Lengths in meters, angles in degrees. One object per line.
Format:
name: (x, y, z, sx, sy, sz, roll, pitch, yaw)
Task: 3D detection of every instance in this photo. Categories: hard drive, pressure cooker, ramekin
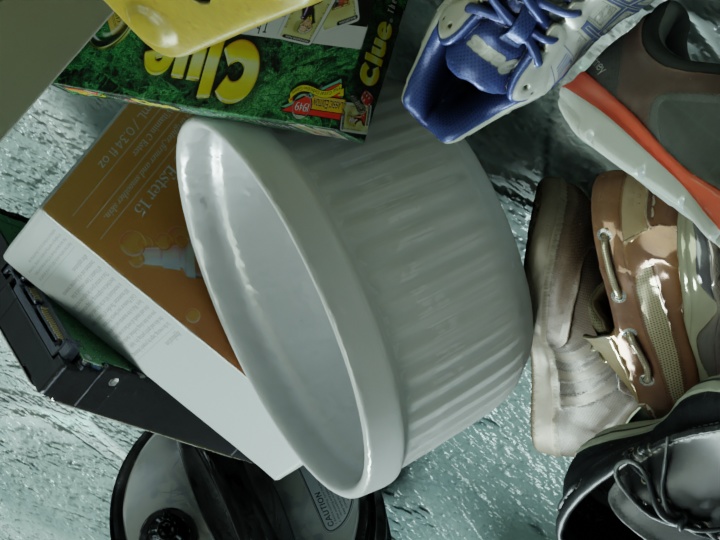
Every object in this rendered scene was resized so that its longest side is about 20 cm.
hard drive: (-0.137, 0.041, 1.351, 0.200, 0.038, 0.140, 24, -157, -49)
pressure cooker: (-0.073, 0.172, 1.478, 0.175, 0.179, 0.200, 21, 160, 10)
ramekin: (0.000, 0.000, 1.118, 0.200, 0.105, 0.201, 56, 160, 32)

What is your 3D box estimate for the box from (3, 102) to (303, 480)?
box: (-0.074, -0.001, 1.260, 0.200, 0.125, 0.097, 39, 155, -7)

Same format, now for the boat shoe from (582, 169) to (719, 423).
boat shoe: (0.143, 0.021, 1.070, 0.071, 0.076, 0.201, 8, 136, 18)

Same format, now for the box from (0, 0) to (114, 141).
box: (-0.144, -0.141, 1.019, 0.082, 0.200, 0.068, 0, 137, 50)

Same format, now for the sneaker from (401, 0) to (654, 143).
sneaker: (0.078, -0.109, 0.923, 0.075, 0.088, 0.200, 38, 154, 0)

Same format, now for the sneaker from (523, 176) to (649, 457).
sneaker: (0.122, 0.024, 1.146, 0.075, 0.071, 0.200, 3, 145, 9)

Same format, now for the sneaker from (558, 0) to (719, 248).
sneaker: (0.168, -0.041, 0.904, 0.200, 0.082, 0.077, 41, -173, 25)

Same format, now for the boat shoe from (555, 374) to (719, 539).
boat shoe: (0.150, 0.097, 1.038, 0.075, 0.062, 0.200, 40, 153, -11)

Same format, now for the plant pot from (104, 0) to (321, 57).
plant pot: (-0.028, -0.189, 0.789, 0.196, 0.200, 0.194, 46, 154, -18)

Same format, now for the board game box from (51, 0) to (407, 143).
board game box: (-0.061, -0.122, 1.064, 0.199, 0.105, 0.023, 12, 176, 42)
